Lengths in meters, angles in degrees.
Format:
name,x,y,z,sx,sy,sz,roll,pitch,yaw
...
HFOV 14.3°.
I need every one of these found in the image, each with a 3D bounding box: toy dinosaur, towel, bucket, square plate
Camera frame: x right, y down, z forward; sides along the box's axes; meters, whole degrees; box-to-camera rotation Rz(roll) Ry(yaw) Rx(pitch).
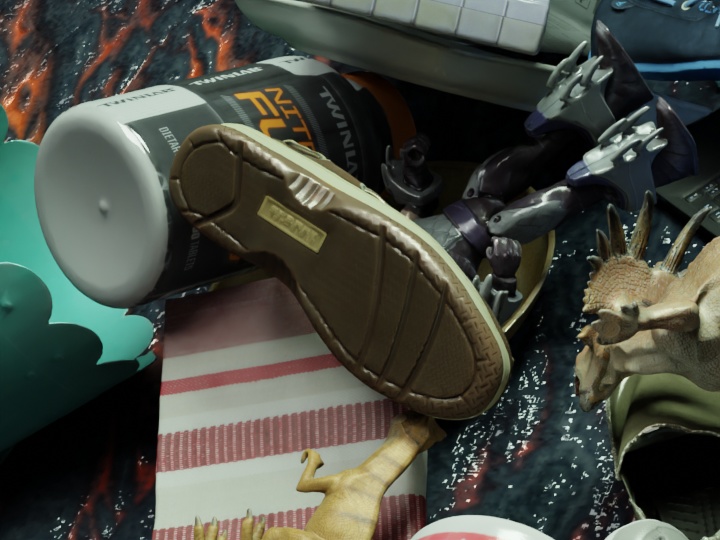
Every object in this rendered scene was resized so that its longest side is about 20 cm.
name,x,y,z,sx,sy,sz,roll,pitch,yaw
toy dinosaur,-0.021,0.140,1.300,0.106,0.060,0.200,2,61,32
towel,-0.033,0.093,1.389,0.144,0.023,0.200,-10,61,23
toy dinosaur,0.172,0.004,1.269,0.200,0.086,0.136,-22,22,12
bucket,-0.219,0.009,1.520,0.135,0.207,0.207,-36,33,9
square plate,0.057,-0.111,1.567,0.198,0.200,0.028,20,97,50

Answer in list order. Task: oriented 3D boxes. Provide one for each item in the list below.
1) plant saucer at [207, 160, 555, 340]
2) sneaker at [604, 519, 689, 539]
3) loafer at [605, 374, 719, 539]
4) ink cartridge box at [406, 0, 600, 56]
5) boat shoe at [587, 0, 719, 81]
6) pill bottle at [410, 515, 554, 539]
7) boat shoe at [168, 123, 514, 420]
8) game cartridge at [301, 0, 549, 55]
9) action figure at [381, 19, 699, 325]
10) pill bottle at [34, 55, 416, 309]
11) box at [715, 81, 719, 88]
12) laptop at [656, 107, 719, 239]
name,x,y,z,sx,sy,sz,roll,pitch,yaw
plant saucer,0.012,0.018,1.515,0.200,0.035,0.200,-16,36,12
sneaker,0.152,0.177,1.157,0.082,0.075,0.200,-44,43,29
loafer,0.154,0.087,1.308,0.075,0.070,0.200,-20,35,5
ink cartridge box,0.045,-0.171,1.642,0.200,0.162,0.057,14,84,40
boat shoe,0.186,-0.134,1.491,0.084,0.069,0.200,4,1,-42
pill bottle,0.029,0.206,1.189,0.109,0.109,0.200,1,42,32
boat shoe,0.003,-0.005,1.361,0.202,0.075,0.075,42,110,23
game cartridge,0.033,-0.139,1.473,0.129,0.038,0.200,18,5,2
action figure,0.067,-0.032,1.446,0.200,0.069,0.130,-37,53,0
pill bottle,-0.062,-0.053,1.490,0.106,0.106,0.200,15,24,43
box,0.212,-0.186,1.657,0.082,0.049,0.200,-22,35,2
laptop,0.245,-0.091,1.462,0.177,0.103,0.200,-32,37,-12
